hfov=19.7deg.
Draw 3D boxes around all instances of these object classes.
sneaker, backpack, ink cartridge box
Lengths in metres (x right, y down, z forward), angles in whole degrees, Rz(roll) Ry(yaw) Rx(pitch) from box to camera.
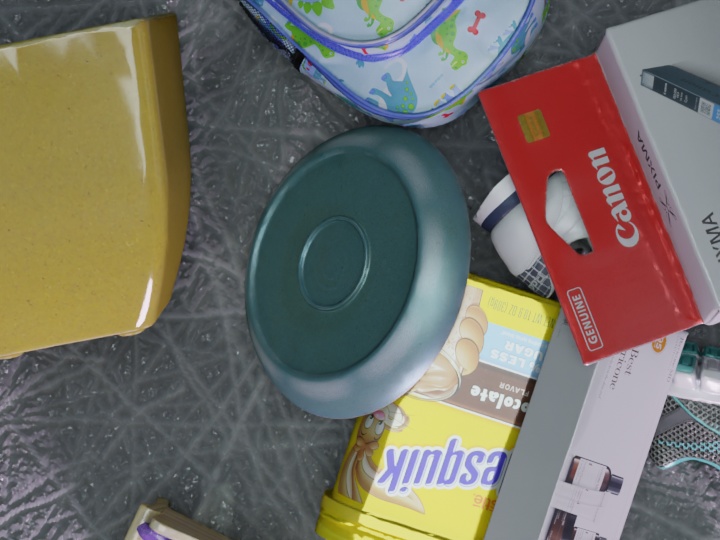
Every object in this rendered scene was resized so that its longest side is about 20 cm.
[{"bbox_3d":[0.286,0.114,1.426,0.199,0.078,0.092,14,108,5],"label":"sneaker"},{"bbox_3d":[0.019,-0.198,1.368,0.200,0.147,0.183,44,93,6],"label":"backpack"},{"bbox_3d":[0.193,-0.061,1.334,0.175,0.045,0.201,-18,77,-10],"label":"ink cartridge box"},{"bbox_3d":[0.174,-0.065,1.399,0.200,0.076,0.081,-37,79,-6],"label":"sneaker"}]

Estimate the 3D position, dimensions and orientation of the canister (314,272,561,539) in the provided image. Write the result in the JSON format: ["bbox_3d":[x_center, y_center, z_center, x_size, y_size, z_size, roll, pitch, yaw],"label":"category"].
[{"bbox_3d":[0.067,0.104,1.419,0.148,0.087,0.201,18,91,1],"label":"canister"}]

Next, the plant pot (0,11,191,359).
[{"bbox_3d":[-0.205,-0.054,1.376,0.194,0.194,0.201,-12,98,3],"label":"plant pot"}]

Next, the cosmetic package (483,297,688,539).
[{"bbox_3d":[0.147,0.121,1.370,0.051,0.082,0.201,16,87,45],"label":"cosmetic package"}]

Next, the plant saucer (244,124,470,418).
[{"bbox_3d":[-0.011,-0.003,1.381,0.200,0.027,0.201,-15,68,40],"label":"plant saucer"}]

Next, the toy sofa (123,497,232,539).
[{"bbox_3d":[-0.077,0.238,1.423,0.199,0.098,0.083,26,93,0],"label":"toy sofa"}]
